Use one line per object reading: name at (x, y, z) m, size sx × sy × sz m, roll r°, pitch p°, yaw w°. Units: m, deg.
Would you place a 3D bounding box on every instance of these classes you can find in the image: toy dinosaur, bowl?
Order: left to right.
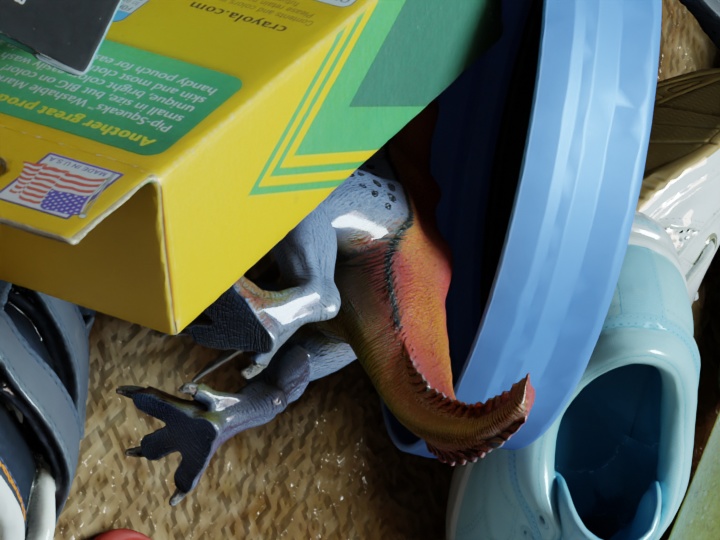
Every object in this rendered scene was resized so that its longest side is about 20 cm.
toy dinosaur at (0.000, 0.000, 0.801) m, size 0.181 × 0.200 × 0.105 m, roll -36°, pitch 143°, yaw -48°
bowl at (0.047, -0.039, 0.841) m, size 0.039 × 0.201 × 0.201 m, roll 10°, pitch 79°, yaw -10°

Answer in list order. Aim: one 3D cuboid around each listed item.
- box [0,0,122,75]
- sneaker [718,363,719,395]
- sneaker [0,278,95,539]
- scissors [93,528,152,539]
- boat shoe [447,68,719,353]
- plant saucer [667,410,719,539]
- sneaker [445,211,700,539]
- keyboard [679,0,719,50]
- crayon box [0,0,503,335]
box at (-0.062, -0.155, 0.647) m, size 0.082 × 0.049 × 0.200 m, roll 26°, pitch 96°, yaw -20°
sneaker at (0.166, -0.031, 1.098) m, size 0.084 × 0.074 × 0.200 m, roll 12°, pitch 82°, yaw -27°
sneaker at (-0.106, 0.037, 0.717) m, size 0.078 × 0.079 × 0.200 m, roll 60°, pitch 44°, yaw -32°
scissors at (-0.032, 0.129, 0.868) m, size 0.200 × 0.014 × 0.073 m, roll 20°, pitch 71°, yaw -52°
boat shoe at (0.095, -0.005, 0.994) m, size 0.200 × 0.071 × 0.069 m, roll -42°, pitch 123°, yaw -34°
plant saucer at (0.136, 0.100, 0.978) m, size 0.200 × 0.048 × 0.200 m, roll 10°, pitch 101°, yaw -81°
sneaker at (0.069, 0.081, 0.900) m, size 0.082 × 0.074 × 0.200 m, roll -93°, pitch -175°, yaw -55°
keyboard at (0.139, -0.157, 0.807) m, size 0.104 × 0.040 × 0.200 m, roll 42°, pitch 59°, yaw -44°
crayon box at (-0.064, -0.052, 0.727) m, size 0.200 × 0.126 × 0.052 m, roll -43°, pitch 140°, yaw -43°
